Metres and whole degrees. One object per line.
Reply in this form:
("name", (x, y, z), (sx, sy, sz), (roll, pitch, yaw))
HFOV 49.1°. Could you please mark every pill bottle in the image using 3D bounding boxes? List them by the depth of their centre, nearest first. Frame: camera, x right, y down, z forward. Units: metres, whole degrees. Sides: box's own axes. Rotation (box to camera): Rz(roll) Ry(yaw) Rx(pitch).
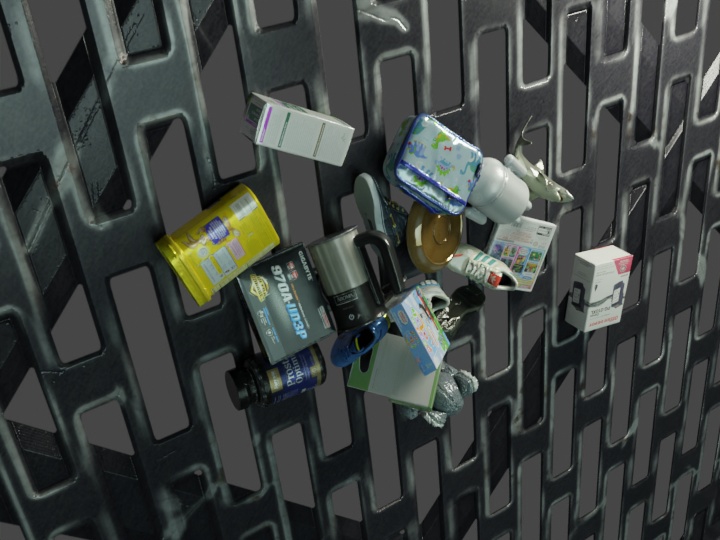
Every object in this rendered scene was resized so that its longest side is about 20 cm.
("pill bottle", (-0.179, 0.219, 1.660), (0.197, 0.112, 0.114), (-19, 122, -25))

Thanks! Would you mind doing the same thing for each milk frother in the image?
("milk frother", (0.000, 0.000, 1.656), (0.177, 0.200, 0.192), (-20, 98, 2))

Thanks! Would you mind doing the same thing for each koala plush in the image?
("koala plush", (0.170, 0.276, 1.859), (0.176, 0.200, 0.185), (-38, 127, -11))

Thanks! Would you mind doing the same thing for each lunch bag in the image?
("lunch bag", (0.153, -0.216, 1.651), (0.198, 0.082, 0.163), (31, 82, -24))

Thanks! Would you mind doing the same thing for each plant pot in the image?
("plant pot", (0.173, -0.093, 1.751), (0.198, 0.027, 0.205), (-14, 109, -46))

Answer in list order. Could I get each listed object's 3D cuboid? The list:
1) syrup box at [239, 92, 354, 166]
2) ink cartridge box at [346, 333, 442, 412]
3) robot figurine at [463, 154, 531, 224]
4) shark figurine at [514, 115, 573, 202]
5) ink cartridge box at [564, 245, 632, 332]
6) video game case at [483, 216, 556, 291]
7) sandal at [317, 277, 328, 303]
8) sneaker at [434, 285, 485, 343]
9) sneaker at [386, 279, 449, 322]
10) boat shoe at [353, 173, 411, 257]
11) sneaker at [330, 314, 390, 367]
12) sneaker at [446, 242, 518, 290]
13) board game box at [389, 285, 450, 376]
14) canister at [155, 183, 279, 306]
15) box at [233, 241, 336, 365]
("syrup box", (-0.119, -0.264, 1.486), (0.197, 0.079, 0.083), (11, 107, -36))
("ink cartridge box", (0.082, 0.223, 1.789), (0.048, 0.196, 0.148), (79, 25, -68))
("robot figurine", (0.303, -0.179, 1.782), (0.198, 0.113, 0.171), (30, 103, -39))
("shark figurine", (0.408, -0.249, 1.858), (0.216, 0.127, 0.090), (52, 55, -21))
("ink cartridge box", (0.642, 0.050, 2.133), (0.142, 0.084, 0.204), (-12, 118, -28))
("video game case", (0.385, -0.044, 1.960), (0.197, 0.024, 0.185), (8, 108, -36))
("sandal", (-0.021, 0.069, 1.729), (0.082, 0.050, 0.204), (-42, 127, -11))
("sneaker", (0.223, 0.114, 1.903), (0.199, 0.076, 0.115), (-41, 166, -39))
("sneaker", (0.118, 0.081, 1.805), (0.197, 0.087, 0.076), (-20, 124, -22))
("boat shoe", (0.049, -0.133, 1.674), (0.090, 0.070, 0.203), (-34, 130, -24))
("sneaker", (-0.016, 0.160, 1.713), (0.200, 0.066, 0.078), (-42, 180, 39))
("sneaker", (0.287, -0.003, 1.852), (0.197, 0.093, 0.071), (21, 103, -24))
("board game box", (0.129, 0.123, 1.678), (0.036, 0.200, 0.153), (-28, 92, 18))
("canister", (-0.265, -0.050, 1.491), (0.199, 0.086, 0.150), (-38, 128, -14))
("box", (-0.155, 0.065, 1.599), (0.157, 0.046, 0.204), (-24, 101, -21))
